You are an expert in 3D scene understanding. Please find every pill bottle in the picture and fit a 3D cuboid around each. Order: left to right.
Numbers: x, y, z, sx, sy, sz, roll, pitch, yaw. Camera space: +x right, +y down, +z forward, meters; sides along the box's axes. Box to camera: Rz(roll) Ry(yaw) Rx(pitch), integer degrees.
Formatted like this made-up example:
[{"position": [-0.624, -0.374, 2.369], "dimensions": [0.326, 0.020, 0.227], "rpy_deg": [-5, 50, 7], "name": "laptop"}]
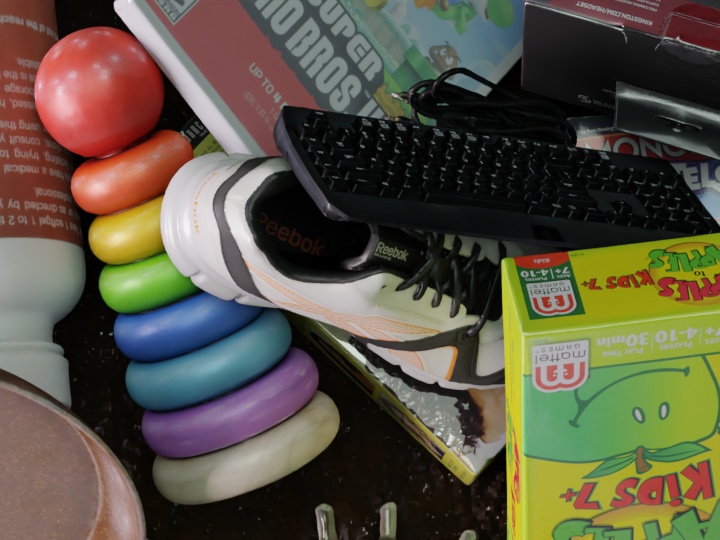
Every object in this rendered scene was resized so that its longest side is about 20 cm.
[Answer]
[{"position": [-0.177, -0.034, 1.000], "dimensions": [0.111, 0.112, 0.202], "rpy_deg": [-8, 79, -4], "name": "pill bottle"}]

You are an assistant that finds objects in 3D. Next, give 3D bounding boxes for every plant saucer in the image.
[{"position": [-0.187, 0.099, 0.956], "dimensions": [0.198, 0.201, 0.035], "rpy_deg": [-2, 43, -3], "name": "plant saucer"}]

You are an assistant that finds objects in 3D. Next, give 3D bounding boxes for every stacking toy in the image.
[{"position": [-0.080, -0.008, 0.983], "dimensions": [0.085, 0.085, 0.202], "rpy_deg": [-22, 101, -6], "name": "stacking toy"}]

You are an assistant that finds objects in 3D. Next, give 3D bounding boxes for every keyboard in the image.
[{"position": [0.057, -0.050, 0.932], "dimensions": [0.199, 0.104, 0.040], "rpy_deg": [6, 119, -33], "name": "keyboard"}]

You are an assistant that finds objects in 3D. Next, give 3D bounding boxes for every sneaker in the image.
[{"position": [0.020, 0.003, 0.942], "dimensions": [0.198, 0.080, 0.074], "rpy_deg": [14, 83, -22], "name": "sneaker"}]

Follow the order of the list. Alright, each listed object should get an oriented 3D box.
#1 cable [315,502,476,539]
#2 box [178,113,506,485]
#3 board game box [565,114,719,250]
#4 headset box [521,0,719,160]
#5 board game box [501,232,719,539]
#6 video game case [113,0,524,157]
[{"position": [0.011, 0.204, 1.005], "dimensions": [0.096, 0.050, 0.202], "rpy_deg": [9, 89, 5], "name": "cable"}, {"position": [0.000, 0.000, 1.032], "dimensions": [0.200, 0.050, 0.075], "rpy_deg": [42, 80, 6], "name": "box"}, {"position": [0.190, -0.019, 1.037], "dimensions": [0.198, 0.062, 0.202], "rpy_deg": [-3, 78, -1], "name": "board game box"}, {"position": [0.161, -0.140, 0.999], "dimensions": [0.147, 0.075, 0.201], "rpy_deg": [16, 66, 11], "name": "headset box"}, {"position": [0.112, 0.080, 0.953], "dimensions": [0.101, 0.201, 0.048], "rpy_deg": [-7, 40, -4], "name": "board game box"}, {"position": [0.001, -0.120, 1.011], "dimensions": [0.143, 0.017, 0.200], "rpy_deg": [51, 58, -16], "name": "video game case"}]
